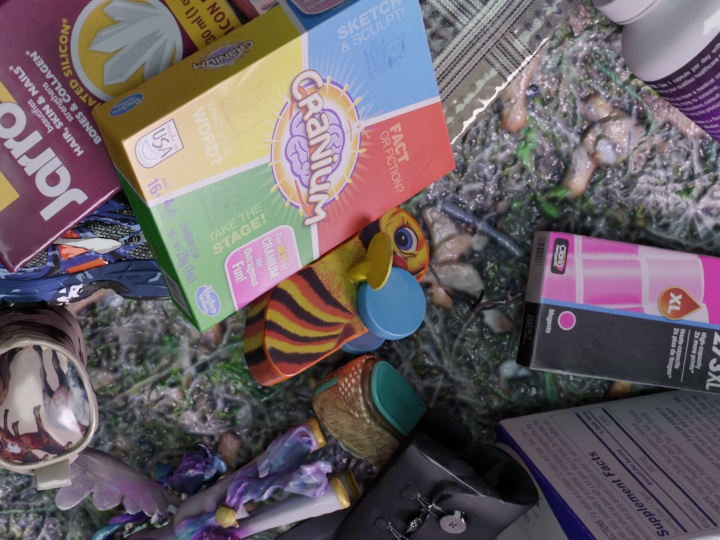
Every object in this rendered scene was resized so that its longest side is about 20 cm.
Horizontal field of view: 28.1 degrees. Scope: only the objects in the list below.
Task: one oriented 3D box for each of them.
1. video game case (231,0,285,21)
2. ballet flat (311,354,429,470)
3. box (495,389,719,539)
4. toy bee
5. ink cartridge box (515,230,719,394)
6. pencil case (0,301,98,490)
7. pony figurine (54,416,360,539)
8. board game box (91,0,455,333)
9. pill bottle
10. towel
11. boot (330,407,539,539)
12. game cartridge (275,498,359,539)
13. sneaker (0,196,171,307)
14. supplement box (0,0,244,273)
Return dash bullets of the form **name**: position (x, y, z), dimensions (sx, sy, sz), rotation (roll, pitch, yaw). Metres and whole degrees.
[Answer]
- **video game case**: position (-0.059, -0.248, 0.872), dimensions (0.143, 0.017, 0.200), rotation (-43, 95, 9)
- **ballet flat**: position (0.032, 0.126, 1.013), dimensions (0.065, 0.071, 0.200), rotation (-15, 133, 29)
- **box**: position (0.214, 0.173, 0.977), dimensions (0.198, 0.184, 0.106), rotation (-7, 113, -15)
- **toy bee**: position (0.000, 0.000, 0.958), dimensions (0.130, 0.199, 0.110), rotation (-25, 83, 38)
- **ink cartridge box**: position (0.211, 0.033, 1.005), dimensions (0.198, 0.037, 0.096), rotation (8, 90, -15)
- **pencil case**: position (-0.207, 0.070, 0.903), dimensions (0.077, 0.200, 0.091), rotation (-1, 97, -13)
- **pony figurine**: position (-0.105, 0.172, 0.960), dimensions (0.198, 0.193, 0.168), rotation (-25, 84, 1)
- **board game box**: position (-0.044, -0.077, 0.857), dimensions (0.199, 0.040, 0.154), rotation (-34, 134, -16)
- **pill bottle**: position (0.247, -0.141, 0.922), dimensions (0.199, 0.113, 0.113), rotation (35, 102, -17)
- **towel**: position (0.032, -0.186, 0.927), dimensions (0.192, 0.035, 0.200), rotation (40, 98, -21)
- **boot**: position (0.060, 0.200, 0.980), dimensions (0.164, 0.066, 0.201), rotation (25, 122, -14)
- **game cartridge**: position (-0.025, 0.254, 1.071), dimensions (0.199, 0.042, 0.134), rotation (-34, 106, 6)
- **sneaker**: position (-0.184, -0.020, 0.943), dimensions (0.198, 0.075, 0.079), rotation (-3, 94, -9)
- **supplement box**: position (-0.174, -0.116, 0.858), dimensions (0.200, 0.103, 0.131), rotation (-40, 111, -10)
